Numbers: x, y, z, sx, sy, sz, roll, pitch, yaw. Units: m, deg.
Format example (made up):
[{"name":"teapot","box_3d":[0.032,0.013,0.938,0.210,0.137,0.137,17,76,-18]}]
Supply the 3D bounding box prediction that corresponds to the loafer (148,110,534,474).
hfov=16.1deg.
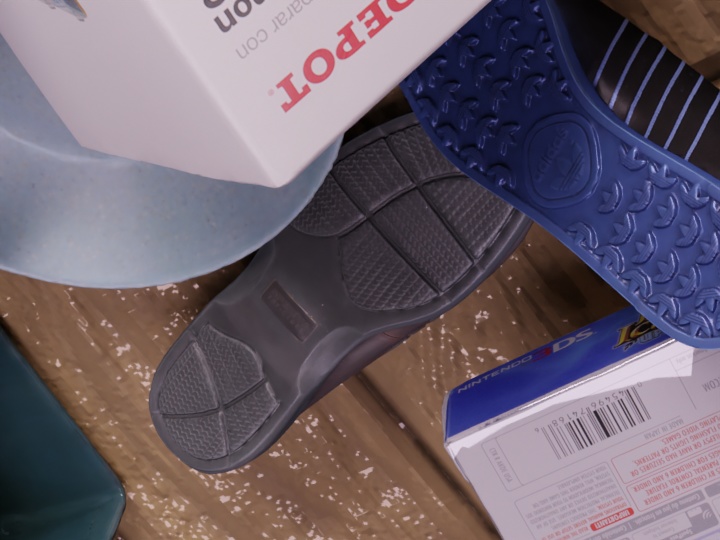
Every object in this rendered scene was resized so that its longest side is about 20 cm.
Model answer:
[{"name":"loafer","box_3d":[0.000,0.000,0.948,0.200,0.063,0.072,-41,81,28]}]

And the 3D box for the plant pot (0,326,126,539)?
[{"name":"plant pot","box_3d":[-0.227,0.113,1.016,0.200,0.141,0.141,-18,122,29]}]

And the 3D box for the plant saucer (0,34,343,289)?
[{"name":"plant saucer","box_3d":[-0.100,-0.084,0.902,0.200,0.039,0.201,4,128,5]}]

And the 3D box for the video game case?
[{"name":"video game case","box_3d":[0.158,0.082,0.902,0.200,0.045,0.182,-25,111,13]}]

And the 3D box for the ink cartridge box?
[{"name":"ink cartridge box","box_3d":[-0.056,-0.147,0.739,0.200,0.145,0.145,56,161,-25]}]

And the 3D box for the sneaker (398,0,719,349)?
[{"name":"sneaker","box_3d":[0.086,-0.043,0.845,0.078,0.200,0.070,3,129,-50]}]
